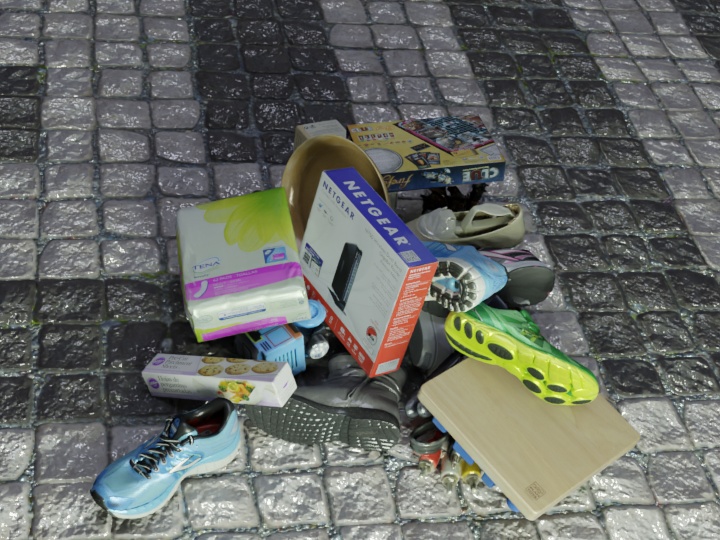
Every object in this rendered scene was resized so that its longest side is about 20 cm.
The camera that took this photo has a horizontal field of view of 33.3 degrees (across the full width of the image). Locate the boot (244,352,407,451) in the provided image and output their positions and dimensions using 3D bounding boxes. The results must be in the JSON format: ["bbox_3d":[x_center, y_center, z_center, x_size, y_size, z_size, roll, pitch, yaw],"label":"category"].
[{"bbox_3d":[-0.042,0.153,1.500,0.199,0.070,0.132,15,35,-7],"label":"boot"}]

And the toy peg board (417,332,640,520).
[{"bbox_3d":[0.191,0.198,1.451,0.199,0.098,0.200,-26,62,-35],"label":"toy peg board"}]

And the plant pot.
[{"bbox_3d":[-0.030,-0.083,1.607,0.200,0.201,0.027,41,34,28],"label":"plant pot"}]

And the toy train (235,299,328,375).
[{"bbox_3d":[-0.124,0.055,1.563,0.114,0.087,0.200,-25,51,-24],"label":"toy train"}]

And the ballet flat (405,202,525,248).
[{"bbox_3d":[0.135,-0.062,1.649,0.199,0.070,0.070,-7,45,-18],"label":"ballet flat"}]

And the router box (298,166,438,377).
[{"bbox_3d":[0.000,0.000,1.511,0.049,0.180,0.200,-11,45,-34],"label":"router box"}]

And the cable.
[{"bbox_3d":[0.113,0.198,1.503,0.097,0.051,0.200,17,32,3],"label":"cable"}]

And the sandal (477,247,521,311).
[{"bbox_3d":[0.178,0.040,1.665,0.054,0.080,0.200,-22,53,-4],"label":"sandal"}]

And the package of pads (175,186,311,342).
[{"bbox_3d":[-0.154,-0.009,1.528,0.154,0.068,0.201,-12,46,-2],"label":"package of pads"}]

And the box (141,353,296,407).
[{"bbox_3d":[-0.171,0.130,1.439,0.199,0.039,0.041,2,34,32],"label":"box"}]

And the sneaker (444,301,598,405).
[{"bbox_3d":[0.200,0.089,1.434,0.199,0.074,0.084,30,50,9],"label":"sneaker"}]

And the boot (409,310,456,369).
[{"bbox_3d":[0.111,0.053,1.638,0.095,0.074,0.201,6,50,-16],"label":"boot"}]

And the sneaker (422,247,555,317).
[{"bbox_3d":[0.152,0.009,1.600,0.199,0.081,0.086,1,28,-11],"label":"sneaker"}]

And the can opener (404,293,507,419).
[{"bbox_3d":[0.125,0.118,1.526,0.079,0.063,0.200,48,66,-6],"label":"can opener"}]

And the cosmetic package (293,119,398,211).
[{"bbox_3d":[-0.026,-0.125,1.750,0.073,0.104,0.200,-12,39,-25],"label":"cosmetic package"}]

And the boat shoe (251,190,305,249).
[{"bbox_3d":[-0.086,-0.046,1.700,0.200,0.057,0.069,31,45,20],"label":"boat shoe"}]

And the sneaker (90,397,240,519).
[{"bbox_3d":[-0.221,0.202,1.363,0.078,0.090,0.200,37,48,25],"label":"sneaker"}]

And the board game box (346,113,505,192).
[{"bbox_3d":[0.090,-0.166,1.699,0.199,0.035,0.136,-6,38,-10],"label":"board game box"}]

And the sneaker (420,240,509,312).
[{"bbox_3d":[0.104,0.002,1.487,0.090,0.079,0.200,-14,22,-34],"label":"sneaker"}]

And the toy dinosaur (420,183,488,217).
[{"bbox_3d":[0.131,-0.102,1.770,0.102,0.136,0.200,12,17,1],"label":"toy dinosaur"}]
